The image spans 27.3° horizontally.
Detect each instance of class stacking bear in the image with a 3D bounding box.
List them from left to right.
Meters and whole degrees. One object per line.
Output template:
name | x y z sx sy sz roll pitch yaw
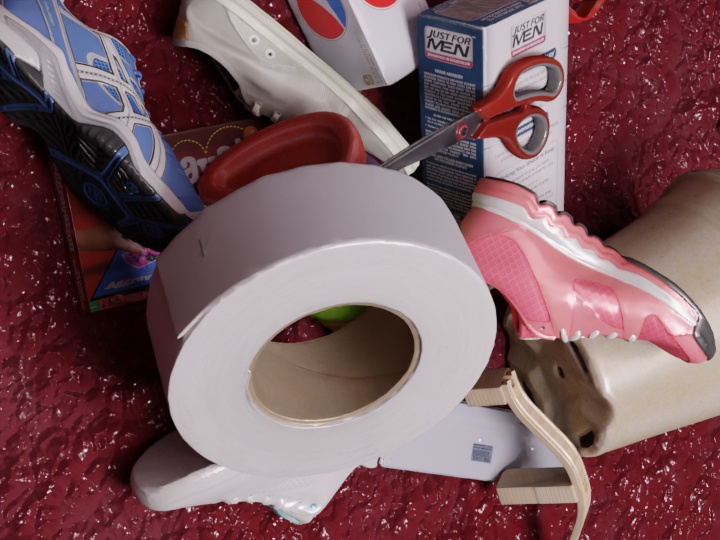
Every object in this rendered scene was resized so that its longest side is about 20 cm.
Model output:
stacking bear | 0.000 0.000 0.983 0.114 0.121 0.200 -34 129 6

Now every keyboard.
keyboard | 0.092 0.130 1.120 0.200 0.011 0.056 14 88 -40

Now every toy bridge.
toy bridge | 0.137 0.162 1.109 0.027 0.067 0.200 -55 131 -53

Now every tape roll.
tape roll | -0.024 0.033 0.880 0.202 0.071 0.203 -12 137 -11

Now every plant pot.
plant pot | 0.218 0.046 1.126 0.183 0.200 0.201 -22 103 -21

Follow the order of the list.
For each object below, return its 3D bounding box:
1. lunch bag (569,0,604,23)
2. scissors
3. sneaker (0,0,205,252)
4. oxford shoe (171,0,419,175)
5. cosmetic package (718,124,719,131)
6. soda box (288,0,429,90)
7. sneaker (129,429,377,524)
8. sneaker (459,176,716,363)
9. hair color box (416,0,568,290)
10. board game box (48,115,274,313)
lunch bag | 0.149 -0.274 1.107 0.200 0.082 0.176 -5 90 -50
scissors | 0.071 -0.101 0.964 0.200 0.014 0.073 -12 118 -47
sneaker | -0.153 -0.095 0.898 0.200 0.076 0.077 50 55 -7
oxford shoe | -0.045 -0.120 0.989 0.200 0.075 0.058 36 91 -21
cosmetic package | 0.458 -0.130 1.294 0.200 0.166 0.167 -49 116 -24
soda box | -0.021 -0.223 1.012 0.064 0.068 0.200 -38 111 -31
sneaker | -0.059 0.135 0.991 0.200 0.075 0.089 -19 113 -35
sneaker | 0.146 0.019 1.007 0.200 0.074 0.087 32 89 -6
hair color box | 0.095 -0.097 1.054 0.100 0.060 0.200 -30 129 -41
board game box | -0.104 -0.044 0.985 0.200 0.019 0.103 -15 98 -34
